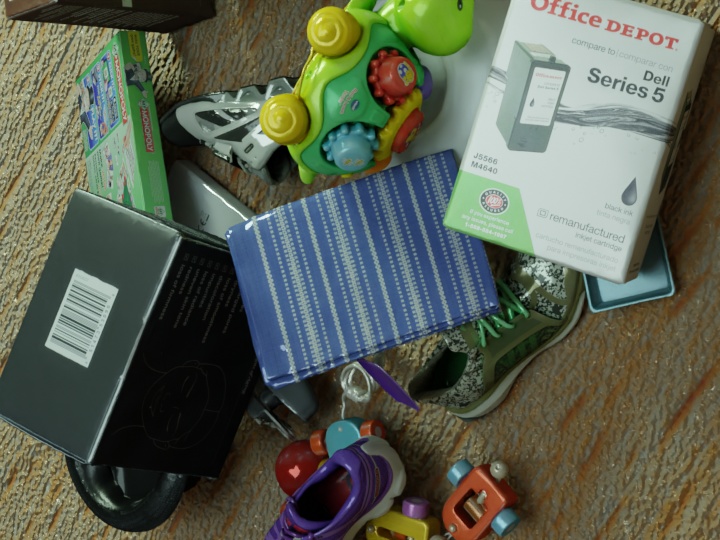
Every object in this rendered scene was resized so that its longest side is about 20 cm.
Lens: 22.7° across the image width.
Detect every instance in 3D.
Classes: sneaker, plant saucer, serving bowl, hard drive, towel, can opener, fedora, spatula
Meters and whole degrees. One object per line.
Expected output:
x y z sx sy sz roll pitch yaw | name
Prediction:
0.106 0.047 1.427 0.077 0.088 0.200 48 120 27 | sneaker
0.192 -0.072 1.386 0.070 0.019 0.201 -14 84 24 | plant saucer
-0.048 0.215 1.492 0.081 0.083 0.200 44 113 28 | sneaker
0.058 -0.152 1.471 0.200 0.066 0.201 3 95 41 | serving bowl
-0.125 0.004 1.658 0.200 0.027 0.132 39 116 32 | hard drive
0.000 0.000 1.419 0.199 0.024 0.145 -19 71 6 | towel
-0.103 -0.117 1.601 0.199 0.074 0.089 -8 86 40 | sneaker
-0.111 0.075 1.613 0.067 0.053 0.200 -43 61 -2 | can opener
-0.195 0.142 1.683 0.200 0.091 0.202 -1 88 40 | fedora
0.012 0.069 1.481 0.021 0.200 0.057 -41 109 6 | spatula

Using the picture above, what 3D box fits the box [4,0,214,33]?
-0.228 -0.274 1.615 0.075 0.200 0.101 -10 87 37 | box

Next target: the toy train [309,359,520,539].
0.049 0.171 1.509 0.200 0.056 0.151 44 117 26 | toy train

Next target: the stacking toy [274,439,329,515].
-0.038 0.249 1.577 0.085 0.085 0.201 -16 75 39 | stacking toy

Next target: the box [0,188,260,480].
-0.177 0.058 1.501 0.124 0.196 0.201 23 91 30 | box

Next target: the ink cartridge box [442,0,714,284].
0.163 -0.107 1.332 0.145 0.084 0.201 18 98 14 | ink cartridge box

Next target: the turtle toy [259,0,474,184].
0.011 -0.151 1.390 0.101 0.146 0.200 32 99 10 | turtle toy

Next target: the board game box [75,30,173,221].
-0.225 -0.108 1.691 0.134 0.029 0.201 -29 67 58 | board game box
